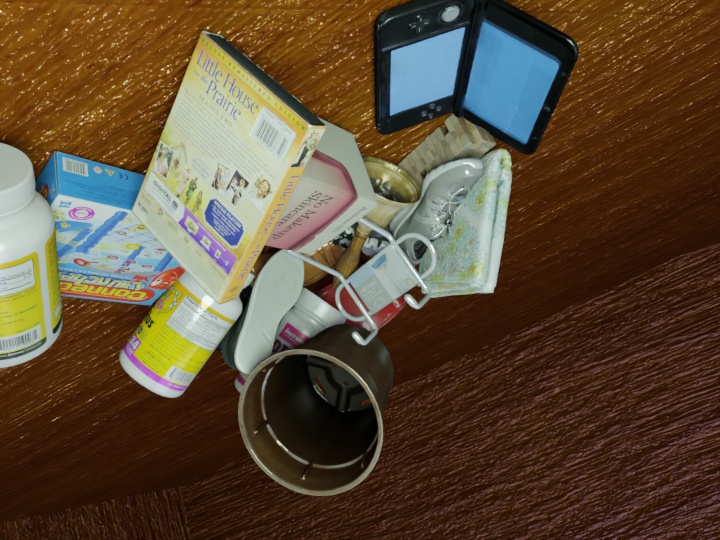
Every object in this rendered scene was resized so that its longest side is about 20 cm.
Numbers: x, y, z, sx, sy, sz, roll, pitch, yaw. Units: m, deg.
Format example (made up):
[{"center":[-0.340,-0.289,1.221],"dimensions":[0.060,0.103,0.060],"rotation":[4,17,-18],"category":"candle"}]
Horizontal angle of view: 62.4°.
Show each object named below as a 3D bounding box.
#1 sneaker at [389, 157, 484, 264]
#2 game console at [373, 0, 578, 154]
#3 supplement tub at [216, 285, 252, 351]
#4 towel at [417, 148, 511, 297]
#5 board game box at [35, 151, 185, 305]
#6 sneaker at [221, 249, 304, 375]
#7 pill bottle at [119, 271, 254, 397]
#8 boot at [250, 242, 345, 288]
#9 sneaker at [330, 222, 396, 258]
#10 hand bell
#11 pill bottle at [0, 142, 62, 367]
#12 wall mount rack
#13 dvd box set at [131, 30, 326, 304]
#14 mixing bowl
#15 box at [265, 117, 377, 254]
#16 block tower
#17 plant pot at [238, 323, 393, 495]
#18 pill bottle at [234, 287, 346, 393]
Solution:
[{"center":[0.118,-0.083,0.842],"dimensions":[0.074,0.083,0.200],"rotation":[-9,156,-31],"category":"sneaker"},{"center":[0.113,-0.197,0.659],"dimensions":[0.174,0.118,0.200],"rotation":[-20,160,-6],"category":"game console"},{"center":[-0.227,0.070,0.984],"dimensions":[0.121,0.124,0.200],"rotation":[-23,159,4],"category":"supplement tub"},{"center":[0.152,-0.062,0.873],"dimensions":[0.048,0.203,0.171],"rotation":[12,172,-23],"category":"towel"},{"center":[-0.297,-0.036,0.707],"dimensions":[0.199,0.056,0.195],"rotation":[11,143,-45],"category":"board game box"},{"center":[-0.151,0.060,0.881],"dimensions":[0.070,0.202,0.099],"rotation":[31,154,-24],"category":"sneaker"},{"center":[-0.234,0.067,0.824],"dimensions":[0.201,0.104,0.104],"rotation":[-54,158,-3],"category":"pill bottle"},{"center":[-0.097,-0.022,0.964],"dimensions":[0.153,0.074,0.200],"rotation":[-26,171,12],"category":"boot"},{"center":[0.002,-0.075,0.937],"dimensions":[0.198,0.092,0.066],"rotation":[23,158,-29],"category":"sneaker"},{"center":[-0.001,-0.050,0.854],"dimensions":[0.103,0.105,0.201],"rotation":[-5,137,-38],"category":"hand bell"},{"center":[-0.348,-0.013,0.562],"dimensions":[0.111,0.113,0.202],"rotation":[-9,135,-31],"category":"pill bottle"},{"center":[0.000,0.000,0.814],"dimensions":[0.200,0.175,0.074],"rotation":[-38,178,38],"category":"wall mount rack"},{"center":[-0.131,-0.091,0.554],"dimensions":[0.029,0.146,0.201],"rotation":[-19,146,-58],"category":"dvd box set"},{"center":[-0.014,0.055,1.134],"dimensions":[0.199,0.109,0.200],"rotation":[-32,-171,6],"category":"mixing bowl"},{"center":[-0.096,-0.106,0.677],"dimensions":[0.127,0.110,0.199],"rotation":[-33,154,30],"category":"box"},{"center":[0.099,-0.147,0.865],"dimensions":[0.054,0.058,0.200],"rotation":[0,149,-45],"category":"block tower"},{"center":[-0.043,0.178,0.855],"dimensions":[0.199,0.202,0.198],"rotation":[-28,-177,18],"category":"plant pot"},{"center":[-0.115,0.138,1.011],"dimensions":[0.201,0.113,0.113],"rotation":[-57,160,-5],"category":"pill bottle"}]
